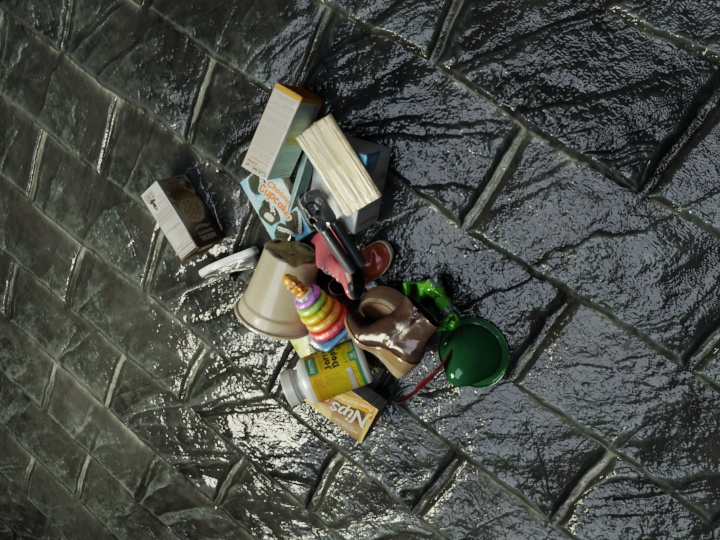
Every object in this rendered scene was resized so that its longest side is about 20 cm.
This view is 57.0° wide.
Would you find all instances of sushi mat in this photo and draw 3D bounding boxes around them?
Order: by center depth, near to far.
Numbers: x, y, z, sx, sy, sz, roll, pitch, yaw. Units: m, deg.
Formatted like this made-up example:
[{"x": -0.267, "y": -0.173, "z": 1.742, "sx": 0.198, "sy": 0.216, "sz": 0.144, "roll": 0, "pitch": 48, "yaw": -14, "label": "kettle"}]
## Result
[{"x": -0.045, "y": -0.216, "z": 1.364, "sx": 0.095, "sy": 0.012, "sz": 0.200, "roll": -30, "pitch": 97, "yaw": 27, "label": "sushi mat"}]

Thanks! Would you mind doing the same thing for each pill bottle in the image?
[{"x": -0.079, "y": 0.239, "z": 1.529, "sx": 0.199, "sy": 0.113, "sz": 0.113, "roll": -21, "pitch": 97, "yaw": 0, "label": "pill bottle"}]

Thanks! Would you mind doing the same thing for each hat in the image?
[{"x": 0.210, "y": 0.219, "z": 1.431, "sx": 0.165, "sy": 0.176, "sz": 0.201, "roll": 32, "pitch": 119, "yaw": 17, "label": "hat"}]

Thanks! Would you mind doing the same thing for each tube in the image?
[{"x": -0.120, "y": 0.235, "z": 1.700, "sx": 0.058, "sy": 0.052, "sz": 0.201, "roll": -29, "pitch": 88, "yaw": -5, "label": "tube"}]

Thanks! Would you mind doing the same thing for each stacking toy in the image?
[{"x": -0.109, "y": 0.075, "z": 1.492, "sx": 0.200, "sy": 0.110, "sz": 0.116, "roll": 51, "pitch": 169, "yaw": -29, "label": "stacking toy"}]

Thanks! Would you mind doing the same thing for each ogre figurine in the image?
[{"x": 0.144, "y": 0.077, "z": 1.460, "sx": 0.098, "sy": 0.200, "sz": 0.121, "roll": -12, "pitch": 89, "yaw": -9, "label": "ogre figurine"}]

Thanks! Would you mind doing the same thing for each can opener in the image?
[{"x": -0.066, "y": -0.084, "z": 1.418, "sx": 0.200, "sy": 0.053, "sz": 0.067, "roll": 57, "pitch": 162, "yaw": -15, "label": "can opener"}]

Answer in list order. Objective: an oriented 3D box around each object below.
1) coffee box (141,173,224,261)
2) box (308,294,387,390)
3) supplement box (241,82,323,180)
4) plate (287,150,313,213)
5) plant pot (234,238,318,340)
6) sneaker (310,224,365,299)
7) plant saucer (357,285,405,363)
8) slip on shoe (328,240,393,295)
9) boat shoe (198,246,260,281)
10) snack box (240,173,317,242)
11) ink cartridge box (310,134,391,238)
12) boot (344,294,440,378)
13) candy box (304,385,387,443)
[{"x": -0.460, "y": -0.140, "z": 1.725, "sx": 0.080, "sy": 0.114, "sz": 0.201, "roll": -32, "pitch": 91, "yaw": 33, "label": "coffee box"}, {"x": -0.010, "y": 0.176, "z": 1.617, "sx": 0.200, "sy": 0.050, "sz": 0.158, "roll": 37, "pitch": 120, "yaw": 14, "label": "box"}, {"x": -0.173, "y": -0.308, "z": 1.479, "sx": 0.073, "sy": 0.126, "sz": 0.201, "roll": 31, "pitch": 109, "yaw": 11, "label": "supplement box"}, {"x": -0.124, "y": -0.220, "z": 1.479, "sx": 0.025, "sy": 0.200, "sz": 0.201, "roll": 16, "pitch": 118, "yaw": -11, "label": "plate"}, {"x": -0.183, "y": 0.032, "z": 1.577, "sx": 0.200, "sy": 0.200, "sz": 0.184, "roll": 27, "pitch": 117, "yaw": 19, "label": "plant pot"}, {"x": -0.054, "y": -0.012, "z": 1.502, "sx": 0.087, "sy": 0.074, "sz": 0.201, "roll": -29, "pitch": 62, "yaw": 16, "label": "sneaker"}, {"x": 0.060, "y": 0.134, "z": 1.484, "sx": 0.200, "sy": 0.034, "sz": 0.201, "roll": 21, "pitch": 123, "yaw": 36, "label": "plant saucer"}, {"x": 0.000, "y": 0.000, "z": 1.545, "sx": 0.200, "sy": 0.061, "sz": 0.074, "roll": -36, "pitch": 86, "yaw": 32, "label": "slip on shoe"}, {"x": -0.338, "y": -0.004, "z": 1.734, "sx": 0.199, "sy": 0.070, "sz": 0.067, "roll": -20, "pitch": 95, "yaw": 25, "label": "boat shoe"}, {"x": -0.199, "y": -0.158, "z": 1.616, "sx": 0.116, "sy": 0.037, "sz": 0.201, "roll": -30, "pitch": 91, "yaw": 32, "label": "snack box"}, {"x": -0.028, "y": -0.180, "z": 1.458, "sx": 0.125, "sy": 0.128, "sz": 0.201, "roll": 20, "pitch": 114, "yaw": 21, "label": "ink cartridge box"}, {"x": 0.066, "y": 0.112, "z": 1.409, "sx": 0.200, "sy": 0.072, "sz": 0.167, "roll": 42, "pitch": 122, "yaw": 24, "label": "boot"}, {"x": -0.045, "y": 0.313, "z": 1.619, "sx": 0.200, "sy": 0.055, "sz": 0.116, "roll": 33, "pitch": 120, "yaw": 16, "label": "candy box"}]
